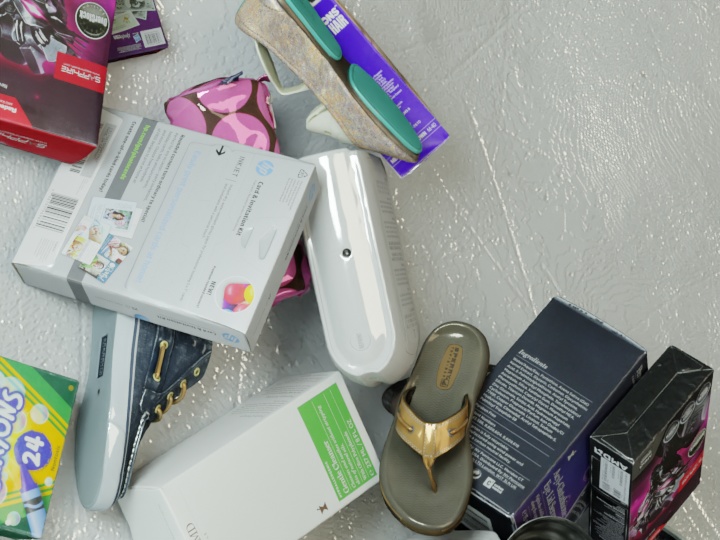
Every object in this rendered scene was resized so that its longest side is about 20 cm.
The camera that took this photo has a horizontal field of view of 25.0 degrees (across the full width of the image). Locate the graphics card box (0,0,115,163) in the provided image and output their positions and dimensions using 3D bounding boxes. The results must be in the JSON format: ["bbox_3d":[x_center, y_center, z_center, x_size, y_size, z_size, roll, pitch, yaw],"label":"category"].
[{"bbox_3d":[-0.257,-0.197,1.264,0.125,0.051,0.200,15,71,-32],"label":"graphics card box"}]

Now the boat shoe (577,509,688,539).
[{"bbox_3d":[0.260,0.254,1.586,0.201,0.071,0.070,31,65,-27],"label":"boat shoe"}]

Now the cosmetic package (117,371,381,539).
[{"bbox_3d":[-0.090,0.175,1.341,0.200,0.085,0.108,-33,105,-36],"label":"cosmetic package"}]

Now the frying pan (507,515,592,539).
[{"bbox_3d":[0.141,0.297,1.351,0.115,0.031,0.190,30,72,-23],"label":"frying pan"}]

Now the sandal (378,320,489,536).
[{"bbox_3d":[0.066,0.124,1.366,0.082,0.055,0.200,13,62,12],"label":"sandal"}]

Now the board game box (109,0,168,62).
[{"bbox_3d":[-0.261,-0.218,1.321,0.200,0.032,0.120,-18,95,-37],"label":"board game box"}]

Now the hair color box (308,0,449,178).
[{"bbox_3d":[-0.012,-0.184,1.438,0.065,0.109,0.200,-42,110,7],"label":"hair color box"}]

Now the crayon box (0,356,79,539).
[{"bbox_3d":[-0.319,0.116,1.206,0.200,0.052,0.126,21,70,-31],"label":"crayon box"}]

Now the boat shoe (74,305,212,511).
[{"bbox_3d":[-0.170,0.097,1.303,0.091,0.071,0.201,14,72,-29],"label":"boat shoe"}]

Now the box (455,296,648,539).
[{"bbox_3d":[0.162,0.150,1.453,0.200,0.104,0.148,-48,150,-17],"label":"box"}]

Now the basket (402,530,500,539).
[{"bbox_3d":[0.067,0.338,1.398,0.123,0.135,0.200,-17,92,-33],"label":"basket"}]

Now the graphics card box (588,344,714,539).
[{"bbox_3d":[0.260,0.172,1.468,0.125,0.051,0.200,-43,148,-25],"label":"graphics card box"}]

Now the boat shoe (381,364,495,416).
[{"bbox_3d":[0.098,0.111,1.497,0.200,0.065,0.073,0,116,-53],"label":"boat shoe"}]

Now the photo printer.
[{"bbox_3d":[0.000,0.000,1.398,0.166,0.069,0.200,-10,88,-81],"label":"photo printer"}]

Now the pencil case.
[{"bbox_3d":[-0.099,-0.064,1.371,0.094,0.091,0.200,-14,94,-16],"label":"pencil case"}]

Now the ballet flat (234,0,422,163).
[{"bbox_3d":[-0.031,-0.156,1.360,0.200,0.067,0.068,50,22,-14],"label":"ballet flat"}]

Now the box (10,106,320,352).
[{"bbox_3d":[-0.151,-0.037,1.285,0.200,0.041,0.156,15,66,14],"label":"box"}]
